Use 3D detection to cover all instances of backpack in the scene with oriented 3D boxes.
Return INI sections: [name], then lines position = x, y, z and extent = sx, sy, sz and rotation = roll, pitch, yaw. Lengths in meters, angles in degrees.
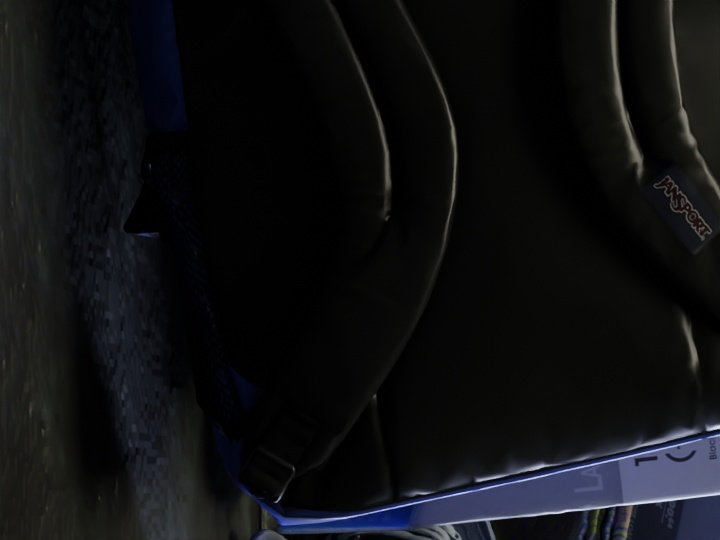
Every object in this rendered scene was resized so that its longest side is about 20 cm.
[backpack]
position = 0.013, -0.052, 0.671
extent = 0.168, 0.161, 0.201
rotation = -169, -113, -78

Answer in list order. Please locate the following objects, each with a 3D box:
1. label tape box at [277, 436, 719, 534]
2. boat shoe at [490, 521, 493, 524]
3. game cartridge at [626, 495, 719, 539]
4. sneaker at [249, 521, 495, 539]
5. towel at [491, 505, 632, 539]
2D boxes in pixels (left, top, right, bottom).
[label tape box]
position = 0.072, 0.021, 0.826
extent = 0.143, 0.199, 0.067
rotation = -82, 166, -73
[boat shoe]
position = 0.037, 0.058, 1.046
extent = 0.200, 0.068, 0.073
rotation = -52, 139, -76
[game cartridge]
position = 0.111, 0.106, 0.983
extent = 0.041, 0.133, 0.201
rotation = -9, 117, -39
[sneaker]
position = 0.006, 0.100, 0.837
extent = 0.200, 0.070, 0.109
rotation = -76, 163, -52
[towel]
position = 0.044, 0.144, 0.922
extent = 0.144, 0.023, 0.200
rotation = -50, -170, 35
